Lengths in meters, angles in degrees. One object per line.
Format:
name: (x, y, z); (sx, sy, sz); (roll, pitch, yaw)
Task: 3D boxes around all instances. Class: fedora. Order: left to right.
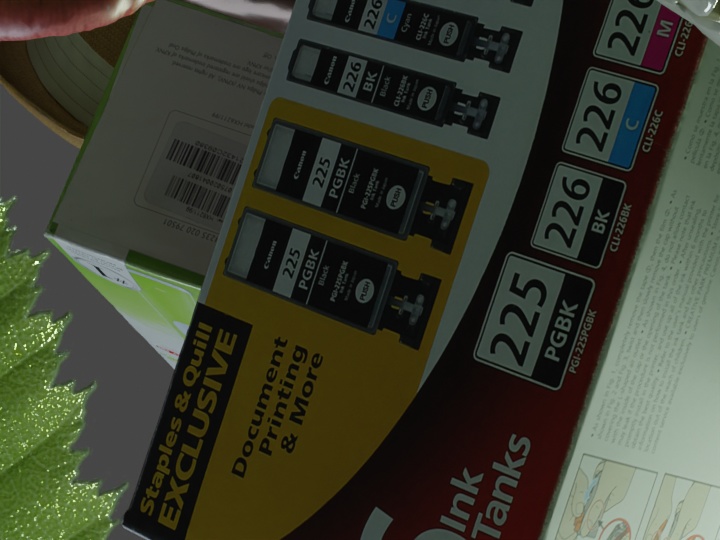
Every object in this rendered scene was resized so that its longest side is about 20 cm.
fedora: (-0.069, -0.111, 1.088); (0.200, 0.082, 0.201); (19, -150, -11)

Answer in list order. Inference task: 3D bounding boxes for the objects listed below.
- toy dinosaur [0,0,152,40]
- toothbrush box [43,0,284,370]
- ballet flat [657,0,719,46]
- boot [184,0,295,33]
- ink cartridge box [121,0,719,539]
toy dinosaur: (-0.111, -0.084, 0.507); (0.105, 0.200, 0.182); (-6, -128, -45)
toothbrush box: (0.000, 0.000, 0.850); (0.145, 0.086, 0.200); (19, 170, 12)
ballet flat: (0.076, -0.050, 0.338); (0.200, 0.070, 0.069); (21, -177, 36)
boot: (0.008, -0.107, 0.941); (0.186, 0.064, 0.200); (18, 179, -29)
ink cartridge box: (0.024, -0.010, 0.658); (0.175, 0.201, 0.084); (19, -178, 44)
